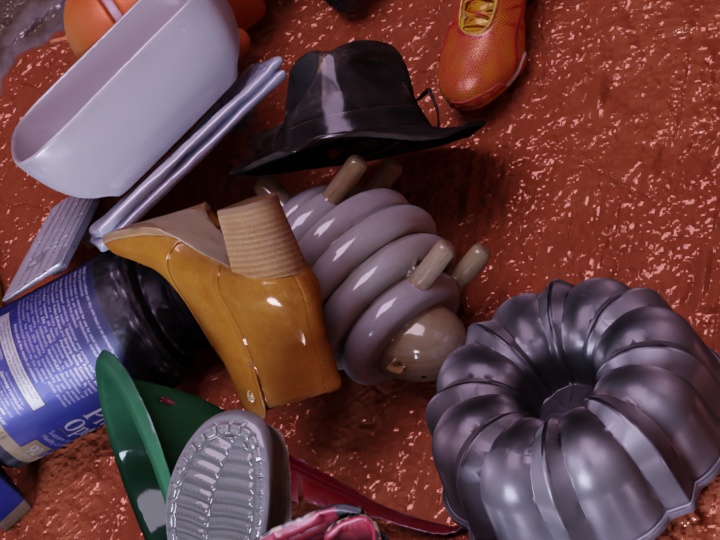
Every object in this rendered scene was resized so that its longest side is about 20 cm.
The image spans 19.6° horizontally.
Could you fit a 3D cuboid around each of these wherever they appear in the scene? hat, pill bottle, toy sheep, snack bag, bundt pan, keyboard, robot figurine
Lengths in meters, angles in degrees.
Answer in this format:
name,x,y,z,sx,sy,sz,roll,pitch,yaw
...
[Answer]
name,x,y,z,sx,sy,sz,roll,pitch,yaw
hat,-0.006,-0.118,1.462,0.200,0.201,0.081,-9,90,26
pill bottle,-0.192,0.053,1.505,0.200,0.112,0.112,-27,46,11
toy sheep,0.000,0.000,1.413,0.138,0.138,0.200,-42,63,-4
snack bag,-0.137,-0.086,1.563,0.189,0.021,0.200,-45,8,-7
bundt pan,0.128,0.083,1.298,0.202,0.076,0.202,-17,43,17
keyboard,-0.233,-0.027,1.599,0.056,0.011,0.200,-27,18,13
hat,-0.063,0.122,1.400,0.176,0.166,0.200,-19,79,-16
robot figurine,-0.158,-0.221,1.697,0.200,0.144,0.117,-36,14,2

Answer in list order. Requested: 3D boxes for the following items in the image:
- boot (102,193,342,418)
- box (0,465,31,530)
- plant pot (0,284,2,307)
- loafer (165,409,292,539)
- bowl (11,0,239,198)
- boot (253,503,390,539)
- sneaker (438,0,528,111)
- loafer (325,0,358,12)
name,x,y,z,sx,sy,sz,roll,pitch,yaw
boot,-0.095,0.029,1.385,0.071,0.144,0.201,-21,9,-36
box,-0.322,0.097,1.488,0.032,0.200,0.121,-43,46,-5
plant pot,-0.413,0.010,1.621,0.201,0.189,0.201,-16,50,20
loafer,-0.075,0.178,1.287,0.075,0.070,0.200,15,108,27
bowl,-0.166,-0.135,1.554,0.200,0.075,0.200,-46,18,1
boot,0.032,0.195,1.229,0.200,0.151,0.073,-14,50,21
sneaker,0.094,-0.208,1.561,0.073,0.077,0.200,-1,58,29
loafer,-0.033,-0.283,1.710,0.071,0.073,0.200,-31,50,-8
